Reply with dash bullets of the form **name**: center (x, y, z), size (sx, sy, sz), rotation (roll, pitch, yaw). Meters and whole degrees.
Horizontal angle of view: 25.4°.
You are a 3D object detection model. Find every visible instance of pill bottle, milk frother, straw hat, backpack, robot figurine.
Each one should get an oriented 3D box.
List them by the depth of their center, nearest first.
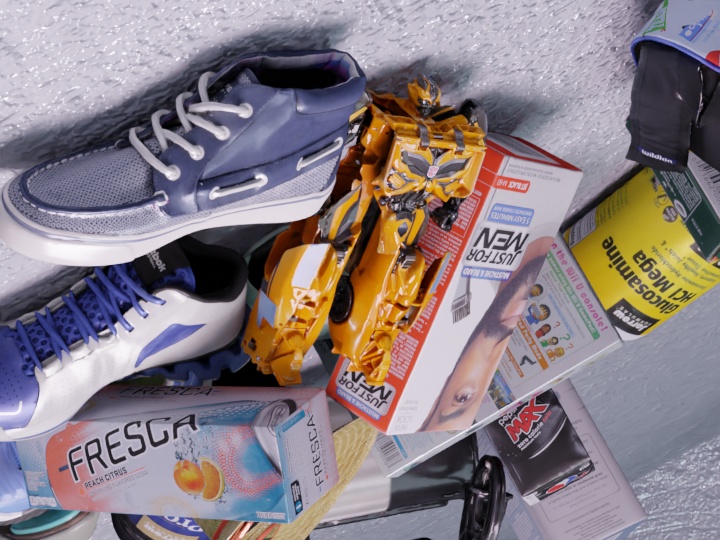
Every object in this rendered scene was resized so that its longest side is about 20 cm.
- **robot figurine**: center (0.008, -0.024, 0.969), size (0.144, 0.058, 0.201), rotation (2, 123, -39)
- **backpack**: center (0.264, -0.117, 1.002), size (0.155, 0.199, 0.190), rotation (-60, 150, 0)
- **straw hat**: center (-0.081, 0.145, 1.098), size (0.201, 0.085, 0.201), rotation (-46, 164, -17)
- **pill bottle**: center (-0.131, 0.154, 1.255), size (0.111, 0.112, 0.200), rotation (-16, 158, -32)
- **milk frother**: center (0.011, 0.174, 1.318), size (0.187, 0.182, 0.200), rotation (-9, 168, -13)
- **pill bottle**: center (0.237, -0.013, 1.337), size (0.200, 0.113, 0.112), rotation (-41, 158, 33)

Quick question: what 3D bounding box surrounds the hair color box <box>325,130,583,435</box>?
- **hair color box**: center (0.064, 0.008, 1.076), size (0.111, 0.064, 0.201), rotation (3, 114, -55)

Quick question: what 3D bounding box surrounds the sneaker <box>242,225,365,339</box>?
- **sneaker**: center (0.000, 0.000, 1.086), size (0.199, 0.074, 0.118), rotation (-18, 166, -21)

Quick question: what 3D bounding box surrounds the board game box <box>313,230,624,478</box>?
- **board game box**: center (0.073, 0.041, 1.187), size (0.199, 0.148, 0.064), rotation (-31, 167, 8)

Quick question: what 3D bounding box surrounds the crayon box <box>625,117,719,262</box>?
- **crayon box**: center (0.316, -0.101, 1.196), size (0.199, 0.127, 0.051), rotation (-22, 161, -17)

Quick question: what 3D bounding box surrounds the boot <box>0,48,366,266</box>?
- **boot**: center (-0.091, -0.067, 0.823), size (0.199, 0.073, 0.091), rotation (-15, 141, -36)

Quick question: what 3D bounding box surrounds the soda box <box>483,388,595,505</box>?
- **soda box**: center (0.111, 0.082, 1.270), size (0.063, 0.201, 0.071), rotation (-30, 162, 4)

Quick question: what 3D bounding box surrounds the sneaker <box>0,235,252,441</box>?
- **sneaker**: center (-0.150, 0.022, 0.956), size (0.198, 0.081, 0.115), rotation (-16, 147, -23)

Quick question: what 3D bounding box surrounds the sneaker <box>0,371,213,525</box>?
- **sneaker**: center (-0.196, 0.101, 1.103), size (0.200, 0.076, 0.077), rotation (-33, 157, -16)

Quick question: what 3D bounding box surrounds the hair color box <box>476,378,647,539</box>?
- **hair color box**: center (0.162, 0.163, 1.446), size (0.099, 0.201, 0.061), rotation (-21, 160, -20)

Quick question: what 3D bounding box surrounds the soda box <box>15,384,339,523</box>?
- **soda box**: center (-0.117, 0.111, 0.992), size (0.199, 0.064, 0.068), rotation (-2, -164, 28)

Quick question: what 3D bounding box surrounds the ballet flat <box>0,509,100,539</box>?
- **ballet flat**: center (-0.235, 0.194, 1.179), size (0.199, 0.064, 0.067), rotation (-10, -154, 49)
